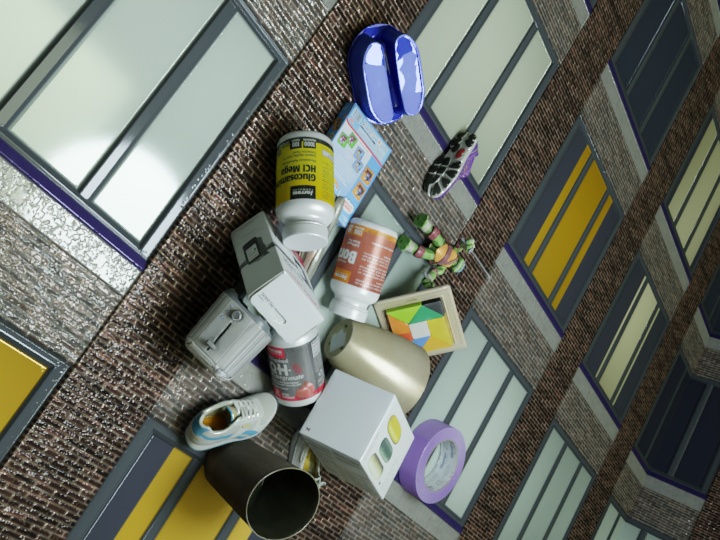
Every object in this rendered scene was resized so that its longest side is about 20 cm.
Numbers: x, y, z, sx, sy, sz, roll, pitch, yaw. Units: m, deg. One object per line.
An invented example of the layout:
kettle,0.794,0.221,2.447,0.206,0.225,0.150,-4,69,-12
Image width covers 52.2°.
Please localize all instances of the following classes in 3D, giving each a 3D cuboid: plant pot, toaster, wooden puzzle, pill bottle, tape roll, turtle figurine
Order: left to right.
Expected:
toaster,-0.235,0.120,1.328,0.129,0.113,0.200,-46,175,-9
pill bottle,-0.134,0.159,1.471,0.109,0.110,0.205,-24,118,-37
pill bottle,-0.102,-0.146,1.364,0.111,0.111,0.205,19,62,-45
pill bottle,0.000,0.000,1.555,0.111,0.111,0.204,19,88,-45
plant pot,0.020,0.199,1.603,0.199,0.186,0.190,37,76,-29
wooden puzzle,0.140,0.132,1.699,0.038,0.181,0.203,-86,159,-54
tape roll,0.189,0.496,1.913,0.197,0.065,0.205,-14,110,-41
turtle figurine,0.191,-0.028,1.694,0.192,0.143,0.203,34,44,-29

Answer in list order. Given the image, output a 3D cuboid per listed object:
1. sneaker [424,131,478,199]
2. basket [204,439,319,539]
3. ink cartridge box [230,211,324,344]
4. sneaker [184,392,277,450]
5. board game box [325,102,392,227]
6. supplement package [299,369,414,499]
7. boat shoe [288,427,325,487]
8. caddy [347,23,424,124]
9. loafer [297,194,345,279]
sneaker,0.228,-0.236,1.738,0.201,0.080,0.084,-51,136,-22
basket,-0.202,0.405,1.410,0.179,0.198,0.139,28,83,-43
ink cartridge box,-0.153,0.012,1.340,0.082,0.201,0.146,-33,130,5
sneaker,-0.237,0.283,1.412,0.197,0.077,0.081,-18,157,-41
board game box,-0.030,-0.217,1.517,0.151,0.036,0.202,45,70,-42
supplement package,-0.002,0.337,1.506,0.153,0.148,0.202,-57,148,-25
boat shoe,-0.113,0.451,1.590,0.074,0.085,0.207,5,98,-44
caddy,0.050,-0.397,1.502,0.138,0.105,0.204,-17,116,-13
loafer,-0.095,-0.067,1.476,0.203,0.062,0.072,-65,177,17
